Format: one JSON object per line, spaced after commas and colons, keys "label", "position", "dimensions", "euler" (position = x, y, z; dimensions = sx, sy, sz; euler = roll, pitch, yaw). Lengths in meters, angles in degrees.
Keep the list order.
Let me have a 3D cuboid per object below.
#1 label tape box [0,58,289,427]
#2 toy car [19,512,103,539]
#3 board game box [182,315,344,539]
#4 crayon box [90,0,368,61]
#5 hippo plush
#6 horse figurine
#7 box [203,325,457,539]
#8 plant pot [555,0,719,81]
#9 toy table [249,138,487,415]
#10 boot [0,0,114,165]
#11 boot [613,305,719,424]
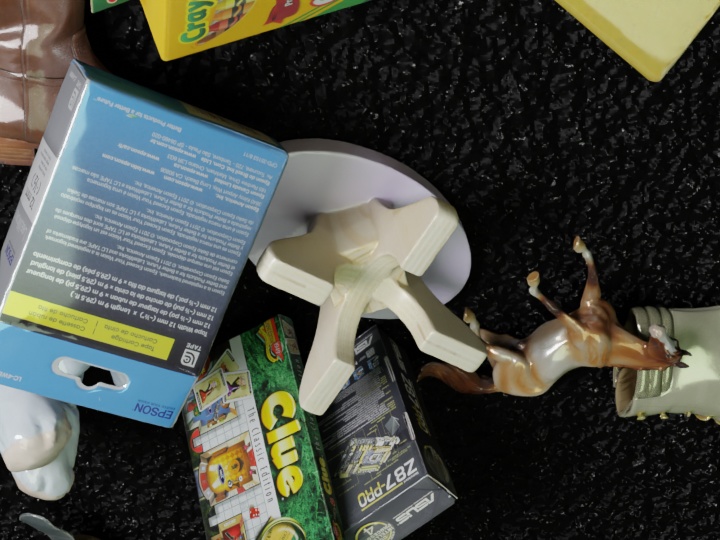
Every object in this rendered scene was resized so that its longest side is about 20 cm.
{"label": "label tape box", "position": [-0.151, -0.014, 0.883], "dimensions": [0.142, 0.066, 0.202], "euler": [18, 103, -28]}
{"label": "toy car", "position": [-0.231, 0.282, 1.123], "dimensions": [0.163, 0.159, 0.200], "euler": [-33, 112, 25]}
{"label": "board game box", "position": [-0.075, 0.143, 1.011], "dimensions": [0.104, 0.202, 0.023], "euler": [-26, 151, 18]}
{"label": "crayon box", "position": [-0.062, -0.192, 0.818], "dimensions": [0.197, 0.051, 0.127], "euler": [-19, 166, -14]}
{"label": "hippo plush", "position": [-0.204, 0.047, 0.990], "dimensions": [0.159, 0.159, 0.202], "euler": [-23, 84, -14]}
{"label": "horse figurine", "position": [0.139, 0.054, 1.070], "dimensions": [0.198, 0.050, 0.133], "euler": [-26, 124, 26]}
{"label": "box", "position": [-0.034, 0.159, 1.055], "dimensions": [0.199, 0.162, 0.049], "euler": [-37, 128, 14]}
{"label": "plant pot", "position": [0.135, -0.269, 0.788], "dimensions": [0.198, 0.196, 0.195], "euler": [28, 115, -18]}
{"label": "toy table", "position": [0.000, 0.000, 0.984], "dimensions": [0.197, 0.118, 0.185], "euler": [13, 121, -19]}
{"label": "boot", "position": [-0.173, -0.166, 0.881], "dimensions": [0.183, 0.064, 0.203], "euler": [-2, 119, -11]}
{"label": "boot", "position": [0.285, 0.111, 1.133], "dimensions": [0.152, 0.072, 0.203], "euler": [-6, 117, -7]}
